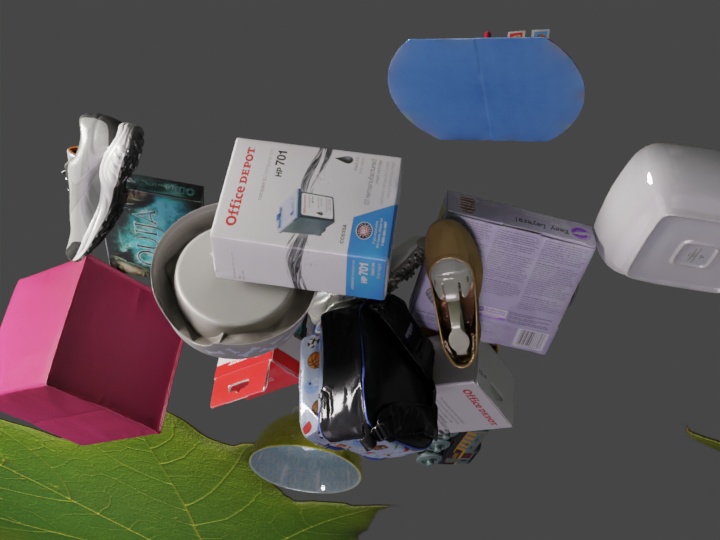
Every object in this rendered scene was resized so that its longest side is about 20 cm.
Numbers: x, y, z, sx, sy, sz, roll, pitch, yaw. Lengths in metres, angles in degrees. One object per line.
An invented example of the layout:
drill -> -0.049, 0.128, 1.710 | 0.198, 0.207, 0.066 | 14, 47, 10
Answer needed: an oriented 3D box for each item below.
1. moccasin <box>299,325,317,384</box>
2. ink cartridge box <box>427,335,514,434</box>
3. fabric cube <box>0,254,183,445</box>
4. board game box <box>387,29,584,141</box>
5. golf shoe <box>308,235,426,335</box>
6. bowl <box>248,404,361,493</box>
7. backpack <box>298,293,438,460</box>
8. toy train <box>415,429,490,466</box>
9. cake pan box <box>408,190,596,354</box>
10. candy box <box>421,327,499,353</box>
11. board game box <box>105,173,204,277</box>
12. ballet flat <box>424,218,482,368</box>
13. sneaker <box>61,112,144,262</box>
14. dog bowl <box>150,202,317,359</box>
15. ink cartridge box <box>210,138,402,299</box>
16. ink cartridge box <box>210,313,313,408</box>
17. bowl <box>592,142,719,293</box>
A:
moccasin -> -0.039, 0.083, 1.405 | 0.080, 0.068, 0.201 | 31, 120, -1
ink cartridge box -> 0.102, 0.165, 1.389 | 0.198, 0.087, 0.147 | -11, 142, 27
fabric cube -> -0.392, 0.121, 1.415 | 0.198, 0.198, 0.199 | -15, 143, 41
board game box -> 0.129, -0.195, 0.999 | 0.197, 0.039, 0.158 | 3, 151, 17
golf shoe -> 0.000, 0.000, 1.281 | 0.199, 0.098, 0.078 | -37, 171, 19
bowl -> -0.089, 0.298, 1.706 | 0.197, 0.109, 0.201 | 6, 146, 4
backpack -> 0.016, 0.152, 1.236 | 0.153, 0.202, 0.190 | -15, 149, 34
toy train -> 0.155, 0.262, 1.630 | 0.112, 0.086, 0.201 | 2, 146, -12
cake pan box -> 0.175, 0.008, 1.224 | 0.197, 0.053, 0.186 | 12, 130, -3
candy box -> 0.140, 0.083, 1.388 | 0.115, 0.057, 0.201 | 5, 147, 4
board game box -> -0.274, -0.052, 1.305 | 0.133, 0.028, 0.201 | 9, 146, -2
ballet flat -> 0.117, 0.033, 1.179 | 0.068, 0.063, 0.202 | -7, 126, 11
sneaker -> -0.322, -0.100, 1.182 | 0.079, 0.074, 0.202 | 25, 118, -1
dog bowl -> -0.147, 0.015, 1.163 | 0.197, 0.202, 0.059 | 9, 145, 0
ink cartridge box -> -0.058, -0.060, 1.124 | 0.197, 0.148, 0.086 | 8, 146, 2
ink cartridge box -> -0.128, 0.098, 1.337 | 0.115, 0.202, 0.067 | -22, 136, 38
bowl -> 0.382, -0.047, 1.126 | 0.197, 0.075, 0.201 | 10, 145, -3
